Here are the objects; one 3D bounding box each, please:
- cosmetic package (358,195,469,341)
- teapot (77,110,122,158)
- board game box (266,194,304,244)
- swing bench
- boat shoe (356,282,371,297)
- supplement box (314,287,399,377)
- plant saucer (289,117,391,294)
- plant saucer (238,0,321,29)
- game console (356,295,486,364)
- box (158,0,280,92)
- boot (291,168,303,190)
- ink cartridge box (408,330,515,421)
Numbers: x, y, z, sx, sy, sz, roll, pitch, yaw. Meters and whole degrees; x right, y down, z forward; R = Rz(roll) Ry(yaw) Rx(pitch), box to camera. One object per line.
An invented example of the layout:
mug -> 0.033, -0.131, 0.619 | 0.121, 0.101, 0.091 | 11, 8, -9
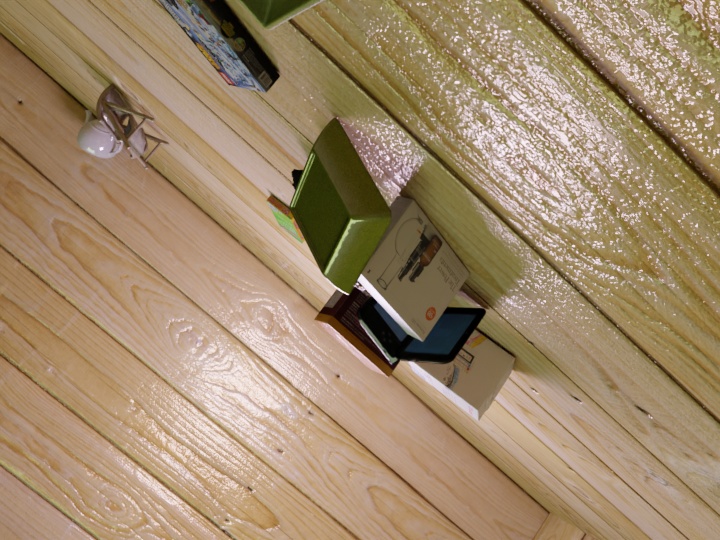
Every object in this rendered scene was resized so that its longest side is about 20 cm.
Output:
cosmetic package -> 0.085, 0.000, 1.147 | 0.200, 0.152, 0.051 | 46, 167, -35
teapot -> -1.177, -0.614, 3.081 | 0.197, 0.148, 0.199 | 21, -156, -24
board game box -> -0.207, -0.140, 1.930 | 0.095, 0.030, 0.201 | 38, 167, 15
swing bench -> -0.767, -0.471, 2.245 | 0.199, 0.130, 0.199 | 38, 170, 7
boat shoe -> 0.000, 0.000, 1.338 | 0.201, 0.071, 0.060 | 50, -155, -20
supplement box -> 0.035, 0.103, 1.600 | 0.197, 0.201, 0.132 | 41, 168, -14
plant saucer -> -0.047, -0.093, 1.054 | 0.202, 0.047, 0.201 | 61, 144, 25
plant saucer -> -0.118, -0.348, 0.671 | 0.200, 0.048, 0.199 | 45, 168, -25
game console -> 0.117, 0.079, 1.278 | 0.173, 0.200, 0.118 | 51, 130, -1
box -> -0.223, -0.364, 1.032 | 0.136, 0.040, 0.200 | 26, 163, 48
boot -> -0.074, -0.158, 1.276 | 0.161, 0.074, 0.198 | 29, 169, 43
ink cartridge box -> 0.227, 0.212, 1.531 | 0.198, 0.146, 0.148 | 36, 170, 20
